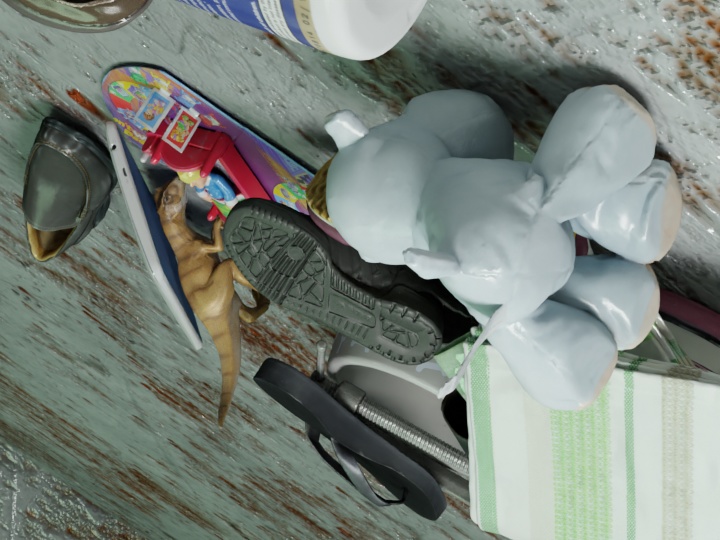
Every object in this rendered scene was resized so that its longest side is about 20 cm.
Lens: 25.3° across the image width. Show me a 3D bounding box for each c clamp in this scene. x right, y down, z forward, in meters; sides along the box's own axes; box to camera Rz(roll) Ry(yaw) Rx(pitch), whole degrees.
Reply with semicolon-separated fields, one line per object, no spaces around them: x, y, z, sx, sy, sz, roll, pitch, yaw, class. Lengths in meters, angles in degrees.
0.041;0.136;1.238;0.199;0.027;0.171;30;160;5;c clamp

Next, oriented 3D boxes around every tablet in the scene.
-0.160;-0.022;1.248;0.200;0.014;0.131;81;170;-71;tablet

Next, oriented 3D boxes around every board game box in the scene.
-0.113;-0.068;1.169;0.199;0.039;0.158;35;160;-9;board game box

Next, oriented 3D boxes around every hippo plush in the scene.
0.059;-0.014;0.862;0.160;0.199;0.161;22;138;45;hippo plush

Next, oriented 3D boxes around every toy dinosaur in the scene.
-0.110;0.025;1.258;0.060;0.105;0.202;-36;71;52;toy dinosaur

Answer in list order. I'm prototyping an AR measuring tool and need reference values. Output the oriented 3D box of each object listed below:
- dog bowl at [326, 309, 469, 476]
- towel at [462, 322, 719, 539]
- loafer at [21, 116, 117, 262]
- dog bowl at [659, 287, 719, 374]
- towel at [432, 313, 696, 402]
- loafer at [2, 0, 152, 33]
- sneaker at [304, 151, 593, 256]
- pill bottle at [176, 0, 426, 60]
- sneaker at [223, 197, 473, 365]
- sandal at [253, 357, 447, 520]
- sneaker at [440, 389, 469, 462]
0.061;0.094;1.238;0.199;0.059;0.200;27;159;11;dog bowl
0.156;0.111;0.934;0.198;0.031;0.151;11;123;25;towel
-0.247;-0.062;1.330;0.072;0.073;0.200;29;160;5;loafer
0.193;0.081;1.046;0.199;0.074;0.200;27;161;10;dog bowl
0.152;0.102;0.958;0.152;0.023;0.201;-33;97;40;towel
-0.207;-0.206;0.921;0.199;0.073;0.071;29;162;3;loafer
0.053;-0.019;1.001;0.199;0.075;0.090;16;151;37;sneaker
-0.066;-0.177;0.736;0.198;0.112;0.111;21;159;23;pill bottle
0.002;-0.002;1.085;0.199;0.105;0.060;33;121;-10;sneaker
-0.013;0.138;1.234;0.200;0.043;0.076;41;163;-27;sandal
0.140;0.134;1.032;0.199;0.075;0.106;8;146;42;sneaker
